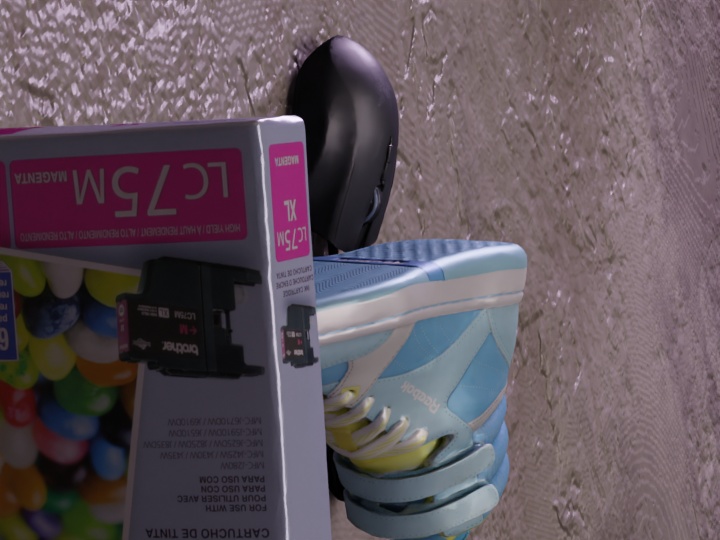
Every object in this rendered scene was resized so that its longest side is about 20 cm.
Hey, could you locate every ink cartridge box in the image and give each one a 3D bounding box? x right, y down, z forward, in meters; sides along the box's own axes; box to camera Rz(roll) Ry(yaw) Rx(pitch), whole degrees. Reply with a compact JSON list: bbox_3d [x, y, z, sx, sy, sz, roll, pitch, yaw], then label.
[{"bbox_3d":[-0.071,0.054,0.754,0.042,0.119,0.200,-21,107,-67],"label":"ink cartridge box"}]

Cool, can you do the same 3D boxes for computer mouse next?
[{"bbox_3d":[0.000,0.000,1.032,0.059,0.034,0.200,-17,105,-67],"label":"computer mouse"}]

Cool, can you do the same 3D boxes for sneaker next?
[{"bbox_3d":[0.002,0.060,0.962,0.200,0.080,0.131,-11,103,-51],"label":"sneaker"}]
